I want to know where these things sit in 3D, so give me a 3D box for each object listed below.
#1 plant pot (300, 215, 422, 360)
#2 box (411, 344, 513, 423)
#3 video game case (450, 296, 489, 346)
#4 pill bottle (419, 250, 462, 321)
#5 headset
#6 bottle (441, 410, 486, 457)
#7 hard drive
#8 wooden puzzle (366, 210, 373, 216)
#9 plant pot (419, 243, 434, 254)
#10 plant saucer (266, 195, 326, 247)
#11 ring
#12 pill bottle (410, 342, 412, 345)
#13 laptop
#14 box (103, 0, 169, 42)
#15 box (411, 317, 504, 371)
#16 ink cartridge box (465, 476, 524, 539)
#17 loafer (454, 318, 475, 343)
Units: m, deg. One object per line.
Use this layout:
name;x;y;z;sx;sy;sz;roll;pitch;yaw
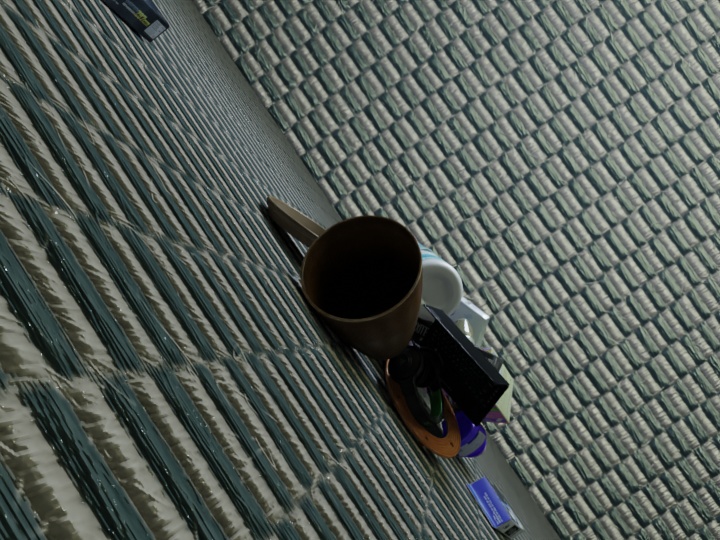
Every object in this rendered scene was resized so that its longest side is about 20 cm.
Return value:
plant pot;0.019;0.051;1.434;0.188;0.185;0.201;57;-9;35
box;0.207;0.235;1.893;0.200;0.173;0.098;51;45;-56
video game case;0.186;0.133;2.019;0.181;0.023;0.202;38;-49;31
pill bottle;0.122;0.023;1.752;0.111;0.110;0.200;54;0;-11
headset;0.080;0.164;1.539;0.123;0.093;0.203;12;61;-64
bottle;0.221;0.348;1.919;0.066;0.083;0.200;55;4;28
hard drive;0.095;0.230;1.711;0.141;0.038;0.200;54;4;-5
wooden puzzle;0.000;0.000;1.722;0.037;0.204;0.185;9;12;-4
plant pot;0.032;-0.013;2.027;0.187;0.201;0.200;38;-5;30
plant saucer;-0.087;-0.065;1.620;0.199;0.030;0.200;34;6;-4
ring;0.104;0.232;1.573;0.200;0.019;0.202;44;23;-24
pill bottle;0.075;0.113;1.906;0.114;0.113;0.200;56;4;30
laptop;0.155;0.165;1.562;0.178;0.103;0.201;48;-44;20
box;-0.401;-0.476;1.490;0.159;0.051;0.200;55;4;12
box;0.155;0.135;1.745;0.198;0.050;0.157;27;0;35
ink cartridge box;0.267;0.467;1.813;0.100;0.039;0.200;58;5;28
loafer;0.196;0.161;1.953;0.200;0.074;0.071;126;-24;-59
